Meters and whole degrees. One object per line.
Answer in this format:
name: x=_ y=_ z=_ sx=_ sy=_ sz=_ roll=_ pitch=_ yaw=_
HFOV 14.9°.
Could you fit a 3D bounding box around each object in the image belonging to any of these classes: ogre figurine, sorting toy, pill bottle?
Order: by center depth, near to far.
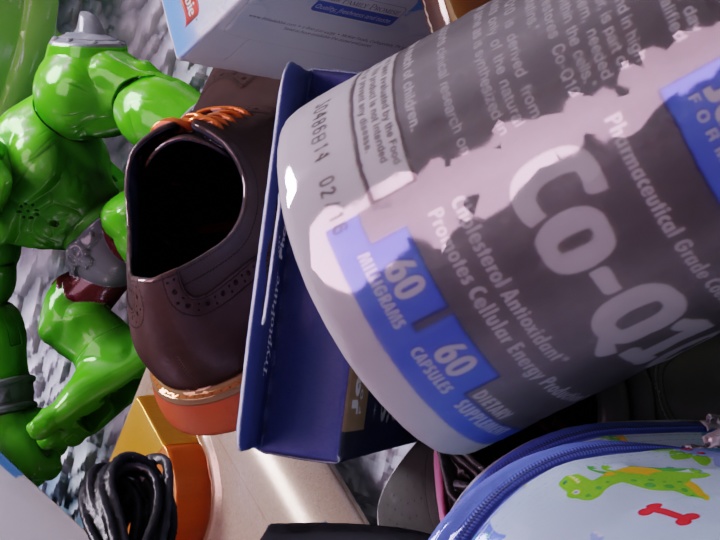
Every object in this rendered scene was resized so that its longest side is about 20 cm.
pill bottle: x=0.087 y=-0.038 z=0.767 sx=0.200 sy=0.114 sz=0.114 roll=-28 pitch=61 yaw=20
sorting toy: x=-0.066 y=0.140 z=1.060 sx=0.185 sy=0.036 sz=0.200 roll=57 pitch=131 yaw=39
ogre figurine: x=-0.117 y=-0.012 z=1.117 sx=0.120 sy=0.098 sz=0.200 roll=52 pitch=141 yaw=20

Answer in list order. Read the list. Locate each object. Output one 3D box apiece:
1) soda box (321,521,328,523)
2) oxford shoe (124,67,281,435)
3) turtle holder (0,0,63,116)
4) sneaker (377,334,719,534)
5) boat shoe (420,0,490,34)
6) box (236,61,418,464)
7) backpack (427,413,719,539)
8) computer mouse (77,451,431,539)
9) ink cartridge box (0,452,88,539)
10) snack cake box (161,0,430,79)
soda box: x=-0.060 y=0.177 z=0.973 sx=0.068 sy=0.064 sz=0.200 roll=51 pitch=130 yaw=13
oxford shoe: x=-0.042 y=-0.036 z=0.968 sx=0.071 sy=0.073 sz=0.200 roll=-14 pitch=37 yaw=15
turtle holder: x=-0.193 y=-0.109 z=1.176 sx=0.185 sy=0.131 sz=0.142 roll=-31 pitch=54 yaw=48
sneaker: x=0.046 y=0.056 z=0.899 sx=0.200 sy=0.099 sz=0.071 roll=-25 pitch=68 yaw=47
boat shoe: x=0.048 y=-0.123 z=0.940 sx=0.070 sy=0.070 sz=0.201 roll=114 pitch=159 yaw=-52
box: x=0.000 y=0.000 z=0.910 sx=0.032 sy=0.200 sz=0.122 roll=8 pitch=91 yaw=11
backpack: x=0.088 y=0.130 z=0.759 sx=0.147 sy=0.199 sz=0.184 roll=28 pitch=106 yaw=48
computer mouse: x=0.007 y=0.121 z=0.841 sx=0.046 sy=0.199 sz=0.141 roll=-58 pitch=17 yaw=29
ink cartridge box: x=-0.172 y=0.176 z=1.112 sx=0.146 sy=0.086 sz=0.201 roll=35 pitch=131 yaw=47
snack cake box: x=-0.027 y=-0.167 z=1.009 sx=0.067 sy=0.115 sz=0.201 roll=-39 pitch=57 yaw=40
